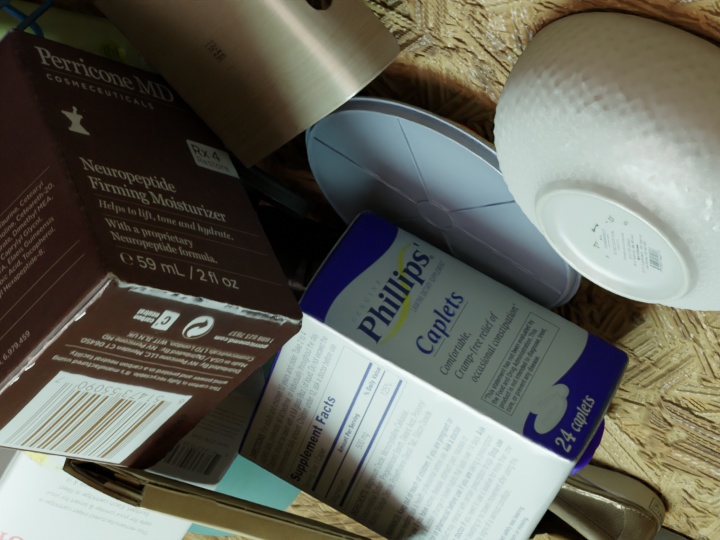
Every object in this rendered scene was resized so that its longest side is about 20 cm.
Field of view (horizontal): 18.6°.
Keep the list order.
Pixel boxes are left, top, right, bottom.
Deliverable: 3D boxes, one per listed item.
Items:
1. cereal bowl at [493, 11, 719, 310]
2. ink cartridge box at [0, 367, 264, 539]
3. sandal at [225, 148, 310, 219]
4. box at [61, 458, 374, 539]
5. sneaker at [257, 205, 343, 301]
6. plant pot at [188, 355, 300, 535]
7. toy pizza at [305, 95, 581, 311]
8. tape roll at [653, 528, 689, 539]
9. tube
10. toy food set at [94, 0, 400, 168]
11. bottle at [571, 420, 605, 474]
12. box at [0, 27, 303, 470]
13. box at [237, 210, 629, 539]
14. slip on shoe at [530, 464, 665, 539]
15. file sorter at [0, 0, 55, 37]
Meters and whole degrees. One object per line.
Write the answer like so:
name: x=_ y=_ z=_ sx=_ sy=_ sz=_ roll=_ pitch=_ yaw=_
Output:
cereal bowl: x=0.155 y=-0.044 z=1.198 sx=0.200 sy=0.083 sz=0.200 roll=28 pitch=155 yaw=15
ink cartridge box: x=-0.177 y=0.121 z=1.553 sx=0.148 sy=0.086 sz=0.200 roll=22 pitch=118 yaw=-26
sandal: x=-0.098 y=-0.054 z=1.490 sx=0.075 sy=0.048 sz=0.200 roll=32 pitch=174 yaw=-32
box: x=-0.083 y=0.163 z=1.463 sx=0.200 sy=0.021 sz=0.163 roll=18 pitch=175 yaw=-24
sneaker: x=0.000 y=0.000 z=1.511 sx=0.200 sy=0.073 sz=0.082 roll=26 pitch=146 yaw=-1
plant pot: x=-0.123 y=0.115 z=1.724 sx=0.161 sy=0.201 sz=0.201 roll=37 pitch=157 yaw=-23
toy pizza: x=0.055 y=-0.046 z=1.385 sx=0.200 sy=0.032 sz=0.200 roll=28 pitch=154 yaw=15
tape roll: x=0.238 y=0.275 z=1.717 sx=0.200 sy=0.066 sz=0.200 roll=27 pitch=156 yaw=13
tube: x=-0.200 y=-0.152 z=1.493 sx=0.200 sy=0.052 sz=0.058 roll=15 pitch=-172 yaw=29
toy food set: x=-0.069 y=-0.151 z=1.328 sx=0.144 sy=0.060 sz=0.200 roll=48 pitch=152 yaw=-8
bottle: x=0.084 y=0.105 z=1.590 sx=0.084 sy=0.065 sz=0.200 roll=46 pitch=154 yaw=-28
box: x=-0.173 y=-0.008 z=1.355 sx=0.166 sy=0.164 sz=0.200 roll=14 pitch=-138 yaw=-47
box: x=0.044 y=0.088 z=1.432 sx=0.200 sy=0.105 sz=0.184 roll=29 pitch=142 yaw=4
slip on shoe: x=0.131 y=0.171 z=1.660 sx=0.200 sy=0.061 sz=0.076 roll=19 pitch=152 yaw=30
file sorter: x=-0.282 y=-0.154 z=1.426 sx=0.139 sy=0.123 sz=0.200 roll=33 pitch=137 yaw=7
